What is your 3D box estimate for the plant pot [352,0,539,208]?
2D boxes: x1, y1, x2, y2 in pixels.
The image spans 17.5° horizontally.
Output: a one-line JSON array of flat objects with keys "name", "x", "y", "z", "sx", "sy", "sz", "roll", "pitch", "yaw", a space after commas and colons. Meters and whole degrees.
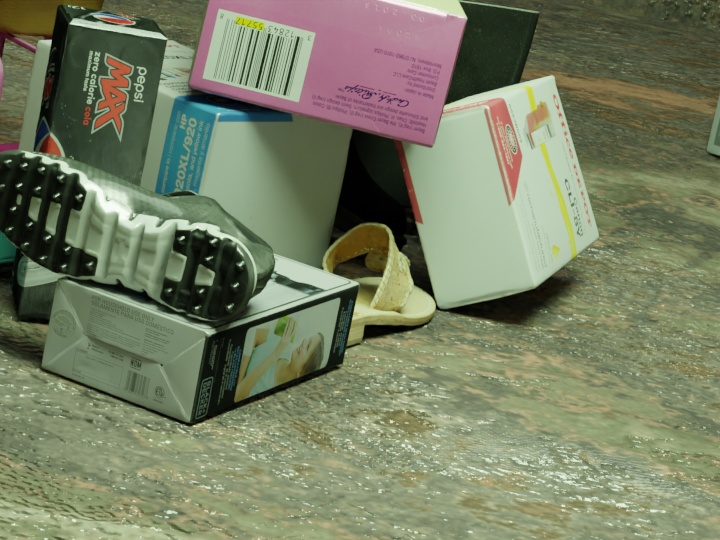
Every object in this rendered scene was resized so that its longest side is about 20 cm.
[{"name": "plant pot", "x": 0.010, "y": -0.147, "z": 1.983, "sx": 0.199, "sy": 0.178, "sz": 0.200, "roll": 5, "pitch": 6, "yaw": -27}]

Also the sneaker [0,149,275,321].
[{"name": "sneaker", "x": -0.139, "y": -0.024, "z": 1.444, "sx": 0.200, "sy": 0.067, "sz": 0.090, "roll": 21, "pitch": 15, "yaw": 19}]

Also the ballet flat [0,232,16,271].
[{"name": "ballet flat", "x": -0.289, "y": -0.016, "z": 1.556, "sx": 0.075, "sy": 0.068, "sz": 0.200, "roll": -6, "pitch": 2, "yaw": 22}]

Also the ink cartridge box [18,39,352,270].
[{"name": "ink cartridge box", "x": -0.134, "y": -0.075, "z": 1.705, "sx": 0.200, "sy": 0.145, "sz": 0.147, "roll": 24, "pitch": 19, "yaw": 39}]

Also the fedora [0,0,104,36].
[{"name": "fedora", "x": -0.259, "y": -0.229, "z": 1.814, "sx": 0.200, "sy": 0.082, "sz": 0.201, "roll": 8, "pitch": 13, "yaw": -2}]

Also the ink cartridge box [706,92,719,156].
[{"name": "ink cartridge box", "x": 0.477, "y": -0.205, "z": 2.623, "sx": 0.047, "sy": 0.161, "sz": 0.200, "roll": 23, "pitch": 18, "yaw": 41}]

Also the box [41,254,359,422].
[{"name": "box", "x": -0.099, "y": 0.034, "z": 1.497, "sx": 0.116, "sy": 0.060, "sz": 0.200, "roll": 19, "pitch": 16, "yaw": 25}]

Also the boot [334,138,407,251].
[{"name": "boot", "x": -0.009, "y": -0.122, "z": 1.836, "sx": 0.211, "sy": 0.158, "sz": 0.079, "roll": 37, "pitch": 0, "yaw": -27}]

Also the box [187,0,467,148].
[{"name": "box", "x": -0.024, "y": -0.169, "z": 1.673, "sx": 0.175, "sy": 0.097, "sz": 0.200, "roll": 14, "pitch": 13, "yaw": -4}]

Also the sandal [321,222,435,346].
[{"name": "sandal", "x": 0.005, "y": 0.002, "z": 1.675, "sx": 0.077, "sy": 0.070, "sz": 0.212, "roll": 18, "pitch": 16, "yaw": 21}]

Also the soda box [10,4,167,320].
[{"name": "soda box", "x": -0.180, "y": -0.068, "z": 1.535, "sx": 0.071, "sy": 0.201, "sz": 0.063, "roll": 7, "pitch": 15, "yaw": -16}]

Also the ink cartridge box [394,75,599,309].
[{"name": "ink cartridge box", "x": 0.109, "y": -0.065, "z": 1.822, "sx": 0.083, "sy": 0.146, "sz": 0.200, "roll": -14, "pitch": 6, "yaw": 21}]

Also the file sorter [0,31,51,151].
[{"name": "file sorter", "x": -0.285, "y": -0.124, "z": 1.811, "sx": 0.139, "sy": 0.126, "sz": 0.200, "roll": 25, "pitch": 20, "yaw": 39}]
